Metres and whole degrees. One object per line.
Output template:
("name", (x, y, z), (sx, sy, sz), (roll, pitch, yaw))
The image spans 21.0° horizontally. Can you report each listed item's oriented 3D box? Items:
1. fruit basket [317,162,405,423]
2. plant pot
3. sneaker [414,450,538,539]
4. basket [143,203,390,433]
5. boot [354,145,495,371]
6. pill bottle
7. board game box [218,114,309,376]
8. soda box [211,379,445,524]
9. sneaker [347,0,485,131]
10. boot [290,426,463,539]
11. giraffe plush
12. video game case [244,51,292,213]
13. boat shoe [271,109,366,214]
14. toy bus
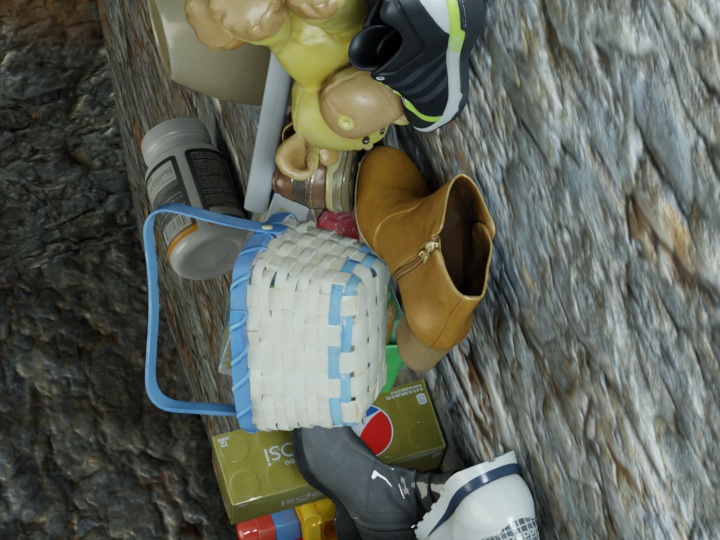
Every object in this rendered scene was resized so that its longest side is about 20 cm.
("fruit basket", (0.000, 0.000, 1.673), (0.185, 0.093, 0.201), (-113, 29, -56))
("plant pot", (-0.130, -0.245, 1.858), (0.200, 0.134, 0.201), (166, 90, -79))
("sneaker", (0.096, 0.212, 1.514), (0.081, 0.076, 0.200), (61, 166, 20))
("basket", (-0.079, 0.043, 1.544), (0.139, 0.199, 0.177), (-58, -27, -63))
("boot", (0.053, -0.038, 1.432), (0.144, 0.070, 0.202), (119, 146, -56))
("pill bottle", (-0.222, -0.098, 2.586), (0.117, 0.116, 0.201), (93, 160, -59))
("board game box", (-0.082, -0.021, 1.733), (0.135, 0.034, 0.201), (-89, 16, -61))
("soda box", (-0.030, 0.162, 1.728), (0.064, 0.199, 0.068), (100, 153, -67))
("sneaker", (0.028, -0.154, 1.307), (0.200, 0.082, 0.072), (98, 155, -65))
("boot", (0.029, 0.172, 1.628), (0.200, 0.131, 0.070), (63, -143, -36))
("giraffe plush", (-0.026, -0.158, 1.429), (0.200, 0.172, 0.163), (-115, 4, -78))
("video game case", (-0.065, -0.180, 1.634), (0.200, 0.024, 0.183), (105, 175, -49))
("boat shoe", (-0.030, -0.114, 1.568), (0.200, 0.067, 0.072), (-78, -10, -58))
("toy bus", (-0.025, 0.243, 1.848), (0.200, 0.191, 0.136), (84, 165, -46))
